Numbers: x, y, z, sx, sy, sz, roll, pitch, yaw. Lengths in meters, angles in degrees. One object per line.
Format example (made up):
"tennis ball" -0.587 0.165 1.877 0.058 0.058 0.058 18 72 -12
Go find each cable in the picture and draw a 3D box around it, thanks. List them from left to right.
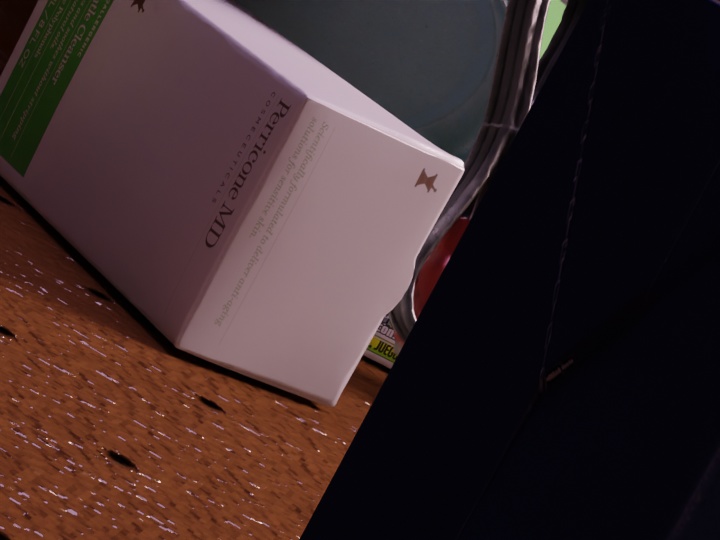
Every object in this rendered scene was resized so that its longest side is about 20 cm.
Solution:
"cable" 0.049 -0.040 1.057 0.097 0.202 0.050 7 -2 -41

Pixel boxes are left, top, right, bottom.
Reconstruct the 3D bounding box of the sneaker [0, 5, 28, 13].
"sneaker" -0.191 -0.168 1.214 0.199 0.079 0.066 6 21 -21

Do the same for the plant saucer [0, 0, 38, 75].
"plant saucer" -0.093 -0.137 1.165 0.199 0.200 0.038 25 42 -25

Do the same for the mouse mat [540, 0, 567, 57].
"mouse mat" 0.089 -0.034 1.216 0.007 0.202 0.161 -2 -4 16

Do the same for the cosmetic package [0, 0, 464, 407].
"cosmetic package" -0.060 -0.044 1.010 0.084 0.108 0.200 23 9 -37

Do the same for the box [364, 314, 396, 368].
"box" 0.000 0.000 1.193 0.110 0.035 0.200 27 9 -17

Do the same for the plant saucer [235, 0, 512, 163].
"plant saucer" -0.023 -0.110 1.114 0.199 0.200 0.028 28 52 -9

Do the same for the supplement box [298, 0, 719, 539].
"supplement box" 0.097 0.086 0.437 0.199 0.201 0.134 26 9 -17
